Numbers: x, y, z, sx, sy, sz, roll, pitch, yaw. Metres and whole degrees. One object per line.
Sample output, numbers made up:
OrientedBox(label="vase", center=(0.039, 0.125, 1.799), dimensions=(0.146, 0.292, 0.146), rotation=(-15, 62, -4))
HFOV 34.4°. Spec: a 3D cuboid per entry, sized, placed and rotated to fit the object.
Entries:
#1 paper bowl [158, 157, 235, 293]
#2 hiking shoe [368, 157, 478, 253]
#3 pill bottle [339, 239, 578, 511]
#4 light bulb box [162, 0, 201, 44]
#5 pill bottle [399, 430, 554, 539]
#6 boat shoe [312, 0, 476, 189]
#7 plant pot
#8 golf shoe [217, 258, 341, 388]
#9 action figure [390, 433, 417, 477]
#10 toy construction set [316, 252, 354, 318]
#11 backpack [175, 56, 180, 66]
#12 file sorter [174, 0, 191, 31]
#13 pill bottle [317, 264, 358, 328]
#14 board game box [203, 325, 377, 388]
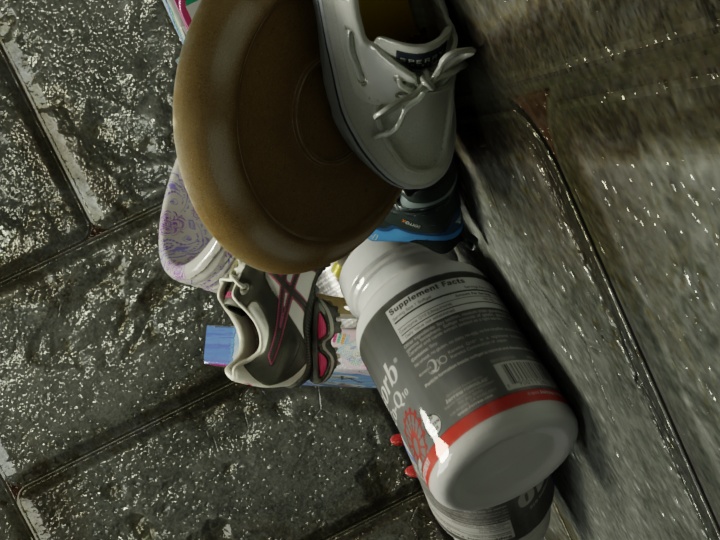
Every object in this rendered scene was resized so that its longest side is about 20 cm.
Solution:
OrientedBox(label="paper bowl", center=(-0.103, -0.073, 1.096), dimensions=(0.104, 0.201, 0.201), rotation=(19, -160, -28))
OrientedBox(label="hiking shoe", center=(-0.014, -0.057, 0.855), dimensions=(0.200, 0.074, 0.087), rotation=(18, 147, 34))
OrientedBox(label="pill bottle", center=(0.065, 0.066, 0.861), dimensions=(0.200, 0.116, 0.116), rotation=(61, 175, 36))
OrientedBox(label="light bulb box", center=(-0.125, -0.248, 1.251), dimensions=(0.200, 0.125, 0.199), rotation=(-119, 6, -49))
OrientedBox(label="pill bottle", center=(0.105, 0.165, 0.985), dimensions=(0.114, 0.114, 0.200), rotation=(61, 175, 38))
OrientedBox(label="boat shoe", center=(0.025, -0.120, 0.627), dimensions=(0.086, 0.074, 0.202), rotation=(43, 154, 50))
OrientedBox(label="plant pot", center=(-0.023, -0.095, 0.682), dimensions=(0.027, 0.200, 0.200), rotation=(12, 137, 41))
OrientedBox(label="golf shoe", center=(-0.068, -0.005, 0.922), dimensions=(0.077, 0.088, 0.201), rotation=(-7, 88, 64))
OrientedBox(label="action figure", center=(0.046, 0.093, 1.014), dimensions=(0.065, 0.099, 0.200), rotation=(-121, 38, -47))
OrientedBox(label="toy construction set", center=(0.000, 0.000, 1.013), dimensions=(0.092, 0.131, 0.200), rotation=(52, 142, 8))
OrientedBox(label="backpack", center=(-0.153, -0.249, 1.528), dimensions=(0.178, 0.150, 0.200), rotation=(66, 180, -45))
OrientedBox(label="file sorter", center=(-0.056, -0.176, 0.827), dimensions=(0.200, 0.125, 0.139), rotation=(59, 174, 51))
OrientedBox(label="pill bottle", center=(0.007, 0.020, 1.335), dimensions=(0.200, 0.111, 0.111), rotation=(63, 176, 6))
OrientedBox(label="board game box", center=(-0.021, 0.090, 1.176), dimensions=(0.200, 0.199, 0.044), rotation=(23, -112, -61))
